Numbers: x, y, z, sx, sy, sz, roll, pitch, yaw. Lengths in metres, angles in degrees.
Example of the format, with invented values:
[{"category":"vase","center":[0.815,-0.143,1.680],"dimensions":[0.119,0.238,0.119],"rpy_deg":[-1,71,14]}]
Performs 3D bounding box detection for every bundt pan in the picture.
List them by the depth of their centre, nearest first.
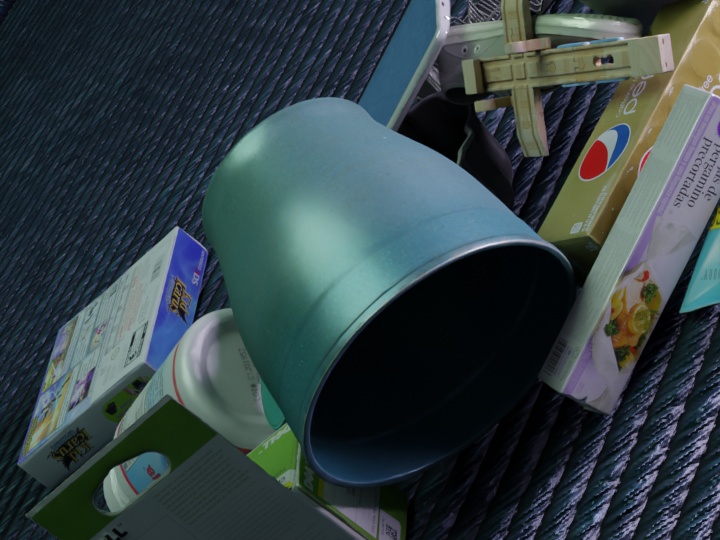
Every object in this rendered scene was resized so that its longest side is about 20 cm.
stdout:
[{"category":"bundt pan","center":[0.038,-0.031,1.603],"dimensions":[0.202,0.076,0.202],"rpy_deg":[-43,23,23]}]

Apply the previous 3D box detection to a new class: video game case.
[{"category":"video game case","center":[-0.224,0.079,1.997],"dimensions":[0.181,0.045,0.201],"rpy_deg":[-38,25,29]}]

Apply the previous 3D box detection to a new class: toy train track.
[{"category":"toy train track","center":[0.122,-0.130,1.401],"dimensions":[0.032,0.116,0.199],"rpy_deg":[-12,7,-34]}]

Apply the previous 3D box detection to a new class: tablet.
[{"category":"tablet","center":[0.017,-0.118,1.587],"dimensions":[0.130,0.014,0.201],"rpy_deg":[-90,24,-59]}]

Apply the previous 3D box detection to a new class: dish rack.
[{"category":"dish rack","center":[0.100,-0.191,1.675],"dimensions":[0.154,0.054,0.200],"rpy_deg":[-52,-5,-2]}]

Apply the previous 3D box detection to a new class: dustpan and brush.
[{"category":"dustpan and brush","center":[0.196,-0.197,1.483],"dimensions":[0.200,0.138,0.058],"rpy_deg":[91,-171,-78]}]

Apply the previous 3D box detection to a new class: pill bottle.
[{"category":"pill bottle","center":[-0.118,0.121,1.601],"dimensions":[0.200,0.108,0.109],"rpy_deg":[-51,15,49]}]

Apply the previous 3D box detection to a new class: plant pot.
[{"category":"plant pot","center":[0.000,0.000,1.366],"dimensions":[0.200,0.200,0.188],"rpy_deg":[-47,56,10]}]

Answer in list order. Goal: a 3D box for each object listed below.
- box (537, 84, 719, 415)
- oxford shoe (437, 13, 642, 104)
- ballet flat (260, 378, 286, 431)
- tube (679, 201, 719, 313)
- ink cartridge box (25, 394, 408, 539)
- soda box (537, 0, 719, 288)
[{"category":"box","center":[0.171,-0.012,1.302],"dimensions":[0.201,0.039,0.041],"rpy_deg":[-64,23,3]},{"category":"oxford shoe","center":[0.121,-0.144,1.490],"dimensions":[0.199,0.075,0.058],"rpy_deg":[-3,86,55]},{"category":"ballet flat","center":[-0.042,0.042,1.495],"dimensions":[0.069,0.069,0.201],"rpy_deg":[-43,37,19]},{"category":"tube","center":[0.248,-0.065,1.289],"dimensions":[0.201,0.050,0.077],"rpy_deg":[-65,16,-18]},{"category":"ink cartridge box","center":[-0.088,0.152,1.398],"dimensions":[0.148,0.200,0.076],"rpy_deg":[-39,24,27]},{"category":"soda box","center":[0.191,-0.080,1.385],"dimensions":[0.064,0.068,0.201],"rpy_deg":[-12,44,59]}]
